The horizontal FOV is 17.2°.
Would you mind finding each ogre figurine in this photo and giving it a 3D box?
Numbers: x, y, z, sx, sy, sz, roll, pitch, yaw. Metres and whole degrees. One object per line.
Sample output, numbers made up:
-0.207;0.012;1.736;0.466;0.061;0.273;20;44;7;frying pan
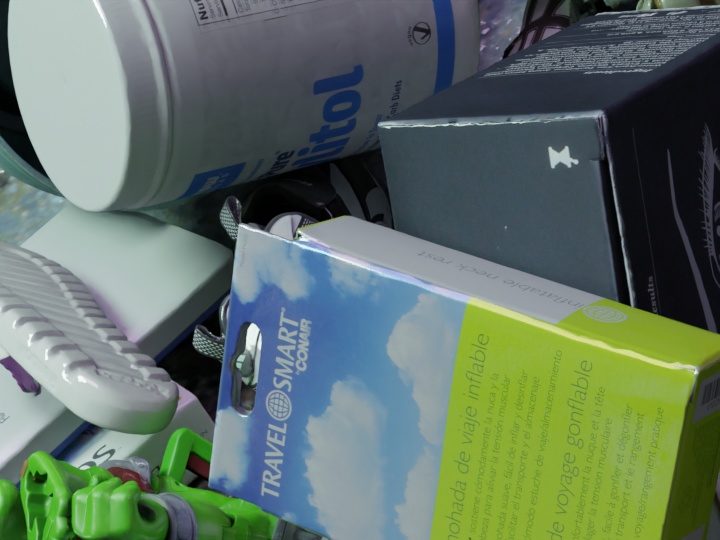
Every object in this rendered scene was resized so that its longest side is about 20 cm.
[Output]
-0.097;0.115;1.026;0.200;0.120;0.098;-45;42;51;ogre figurine

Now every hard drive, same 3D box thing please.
-0.168;0.044;1.187;0.200;0.025;0.132;-43;39;-24;hard drive

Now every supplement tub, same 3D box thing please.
-0.055;-0.110;1.153;0.200;0.132;0.132;-17;29;-29;supplement tub

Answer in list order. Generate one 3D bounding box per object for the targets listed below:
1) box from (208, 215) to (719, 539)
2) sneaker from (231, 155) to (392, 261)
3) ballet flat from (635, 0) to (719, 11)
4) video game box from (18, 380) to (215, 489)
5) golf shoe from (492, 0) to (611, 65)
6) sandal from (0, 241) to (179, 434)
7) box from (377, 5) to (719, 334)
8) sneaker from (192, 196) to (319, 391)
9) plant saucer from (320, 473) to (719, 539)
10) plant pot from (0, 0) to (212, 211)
0.039;0.059;0.913;0.200;0.122;0.048;19;22;29;box
-0.026;-0.023;1.194;0.066;0.091;0.200;-19;37;11;sneaker
0.174;-0.107;1.183;0.073;0.073;0.200;-23;36;7;ballet flat
-0.191;0.099;1.195;0.182;0.047;0.200;-40;38;-19;video game box
0.089;-0.095;1.218;0.094;0.078;0.200;-19;34;17;golf shoe
-0.156;0.036;1.122;0.203;0.082;0.050;38;111;53;sandal
0.109;-0.020;0.998;0.104;0.148;0.200;0;17;33;box
0.000;0.000;1.088;0.140;0.078;0.200;29;34;18;sneaker
0.069;0.140;0.971;0.200;0.050;0.200;-18;37;15;plant saucer
-0.147;-0.130;1.251;0.200;0.200;0.134;-46;22;-22;plant pot
